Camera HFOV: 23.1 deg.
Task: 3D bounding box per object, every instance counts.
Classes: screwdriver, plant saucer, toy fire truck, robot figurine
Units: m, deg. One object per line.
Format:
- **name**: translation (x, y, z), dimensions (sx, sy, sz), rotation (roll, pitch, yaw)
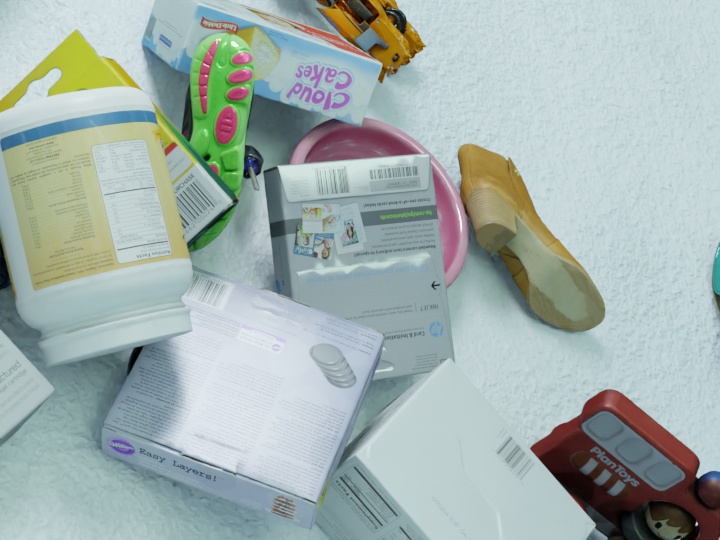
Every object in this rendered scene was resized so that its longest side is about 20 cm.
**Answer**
- **screwdriver**: translation (-0.100, -0.085, 1.582), dimensions (0.028, 0.029, 0.200), rotation (42, 9, -13)
- **plant saucer**: translation (0.010, -0.051, 1.702), dimensions (0.200, 0.051, 0.201), rotation (17, 55, -25)
- **toy fire truck**: translation (0.253, 0.207, 1.635), dimensions (0.200, 0.168, 0.112), rotation (39, 48, -9)
- **robot figurine**: translation (-0.020, -0.284, 1.797), dimensions (0.200, 0.058, 0.145), rotation (47, 17, -1)

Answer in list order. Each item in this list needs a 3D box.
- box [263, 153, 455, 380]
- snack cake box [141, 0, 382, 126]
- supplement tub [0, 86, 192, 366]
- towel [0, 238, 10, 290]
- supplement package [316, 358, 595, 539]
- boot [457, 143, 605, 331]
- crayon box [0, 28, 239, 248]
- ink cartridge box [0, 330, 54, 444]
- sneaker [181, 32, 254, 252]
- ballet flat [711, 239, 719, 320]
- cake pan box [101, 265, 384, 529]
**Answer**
- **box**: translation (0.000, 0.000, 1.602), dimensions (0.155, 0.041, 0.201), rotation (-7, 88, -24)
- **snack cake box**: translation (-0.094, -0.207, 1.674), dimensions (0.199, 0.067, 0.115), rotation (14, 12, -28)
- **supplement tub**: translation (-0.216, -0.034, 1.415), dimensions (0.144, 0.144, 0.201), rotation (-12, 87, -39)
- **towel**: translation (-0.334, -0.086, 1.447), dimensions (0.112, 0.048, 0.201), rotation (49, 18, -73)
- **supplement package**: translation (0.076, 0.211, 1.546), dimensions (0.200, 0.111, 0.156), rotation (49, 48, -1)
- **boot**: translation (0.175, -0.039, 1.803), dimensions (0.201, 0.071, 0.144), rotation (41, 27, -30)
- **crayon box**: translation (-0.216, -0.092, 1.516), dimensions (0.200, 0.127, 0.051), rotation (49, 5, -1)
- **ink cartridge box**: translation (-0.358, 0.073, 1.343), dimensions (0.200, 0.083, 0.145), rotation (47, 47, -2)
- **sneaker**: translation (-0.131, -0.111, 1.577), dimensions (0.076, 0.201, 0.084), rotation (18, 7, 2)
- **ballet flat**: translation (0.424, 0.040, 1.943), dimensions (0.062, 0.067, 0.201), rotation (44, 44, -44)
- **cake pan box**: translation (-0.100, 0.101, 1.483), dimensions (0.199, 0.052, 0.185), rotation (19, 51, 4)
